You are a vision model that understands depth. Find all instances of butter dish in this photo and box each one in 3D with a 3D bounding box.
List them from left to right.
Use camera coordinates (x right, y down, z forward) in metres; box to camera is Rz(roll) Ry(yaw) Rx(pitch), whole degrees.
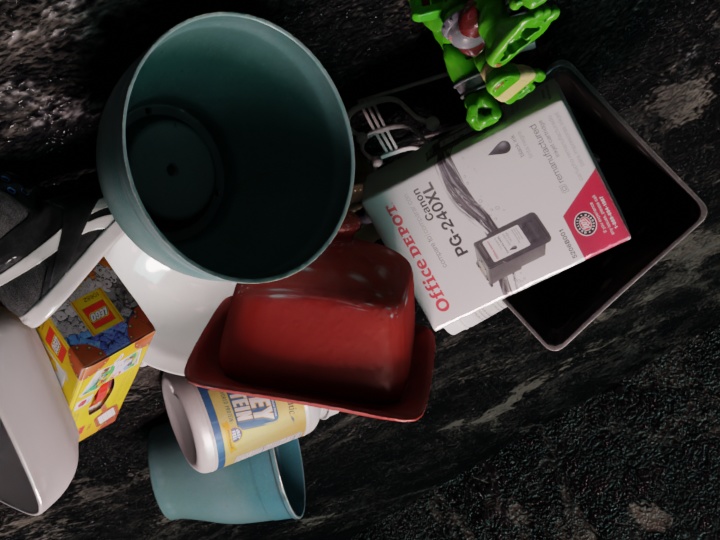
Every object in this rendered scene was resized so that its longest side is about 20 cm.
[{"bbox_3d":[-0.029,0.020,1.058,0.198,0.149,0.200,10,-160,3],"label":"butter dish"}]

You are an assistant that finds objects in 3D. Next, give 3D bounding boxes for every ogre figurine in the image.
[{"bbox_3d":[0.094,-0.208,1.018,0.098,0.120,0.200,-31,162,2],"label":"ogre figurine"}]

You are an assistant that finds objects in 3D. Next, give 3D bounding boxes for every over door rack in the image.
[{"bbox_3d":[0.094,-0.153,1.242,0.199,0.067,0.148,-28,162,4],"label":"over door rack"}]

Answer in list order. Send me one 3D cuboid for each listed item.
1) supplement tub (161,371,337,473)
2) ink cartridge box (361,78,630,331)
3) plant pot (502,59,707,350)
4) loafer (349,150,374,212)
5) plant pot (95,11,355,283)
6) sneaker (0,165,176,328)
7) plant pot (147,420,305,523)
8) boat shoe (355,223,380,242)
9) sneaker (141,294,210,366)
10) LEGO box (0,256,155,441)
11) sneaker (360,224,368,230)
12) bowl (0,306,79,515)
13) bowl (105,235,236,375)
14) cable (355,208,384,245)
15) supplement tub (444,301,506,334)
[{"bbox_3d":[-0.139,0.159,1.626,0.199,0.145,0.145,-19,160,-21],"label":"supplement tub"},{"bbox_3d":[0.119,-0.056,1.143,0.199,0.146,0.083,-27,-163,14],"label":"ink cartridge box"},{"bbox_3d":[0.202,-0.073,1.270,0.199,0.200,0.177,-44,179,15],"label":"plant pot"},{"bbox_3d":[-0.060,-0.089,1.202,0.076,0.068,0.199,-40,159,28],"label":"loafer"},{"bbox_3d":[-0.122,-0.085,0.988,0.199,0.202,0.134,-12,-178,-37],"label":"plant pot"},{"bbox_3d":[-0.240,-0.063,1.039,0.200,0.112,0.073,-53,-161,-21],"label":"sneaker"},{"bbox_3d":[-0.192,0.264,1.787,0.187,0.202,0.200,-12,162,6],"label":"plant pot"},{"bbox_3d":[0.001,-0.002,1.345,0.201,0.063,0.074,-26,-156,45],"label":"boat shoe"},{"bbox_3d":[-0.202,0.043,1.361,0.199,0.089,0.081,-15,-158,43],"label":"sneaker"},{"bbox_3d":[-0.275,0.057,1.159,0.077,0.149,0.200,-29,165,-33],"label":"LEGO box"},{"bbox_3d":[0.034,-0.044,1.427,0.081,0.074,0.200,-47,164,-23],"label":"sneaker"},{"bbox_3d":[-0.327,0.103,1.120,0.074,0.201,0.199,-34,-153,-35],"label":"bowl"},{"bbox_3d":[-0.156,0.003,1.221,0.199,0.091,0.202,4,131,4],"label":"bowl"},{"bbox_3d":[-0.024,-0.025,1.280,0.163,0.201,0.051,-33,120,16],"label":"cable"},{"bbox_3d":[0.169,-0.023,1.575,0.199,0.133,0.132,-31,160,11],"label":"supplement tub"}]
